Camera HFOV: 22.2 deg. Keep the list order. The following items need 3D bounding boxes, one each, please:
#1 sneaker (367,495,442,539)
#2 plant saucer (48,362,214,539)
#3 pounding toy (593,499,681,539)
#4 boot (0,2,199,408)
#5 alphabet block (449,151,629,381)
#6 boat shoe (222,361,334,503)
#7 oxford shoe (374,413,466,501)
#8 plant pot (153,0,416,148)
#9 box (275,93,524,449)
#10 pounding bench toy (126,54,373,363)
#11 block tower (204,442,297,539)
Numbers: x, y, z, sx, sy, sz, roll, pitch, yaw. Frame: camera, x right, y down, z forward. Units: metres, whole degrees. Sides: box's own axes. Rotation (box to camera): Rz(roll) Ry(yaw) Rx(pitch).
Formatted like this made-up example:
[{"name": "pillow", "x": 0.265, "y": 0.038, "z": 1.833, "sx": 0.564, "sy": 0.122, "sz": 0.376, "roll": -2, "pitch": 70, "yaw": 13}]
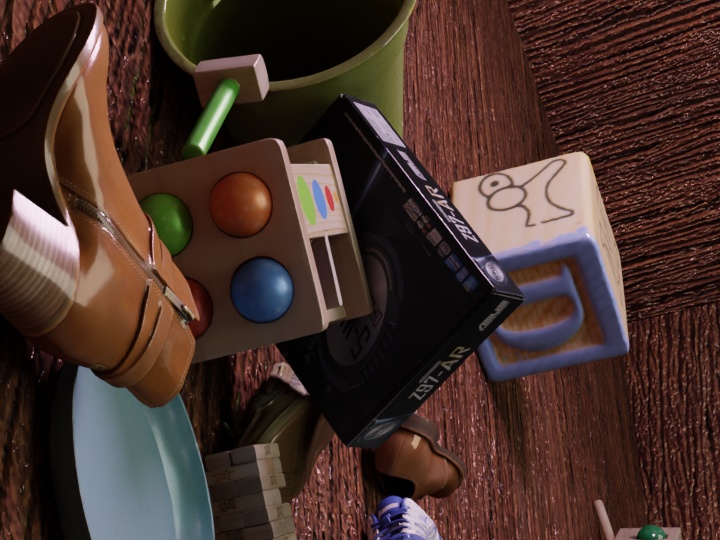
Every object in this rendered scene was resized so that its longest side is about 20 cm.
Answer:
[{"name": "sneaker", "x": 0.028, "y": 0.236, "z": 1.558, "sx": 0.200, "sy": 0.075, "sz": 0.088, "roll": 49, "pitch": 17, "yaw": -77}, {"name": "plant saucer", "x": -0.133, "y": 0.128, "z": 1.059, "sx": 0.200, "sy": 0.027, "sz": 0.201, "roll": -13, "pitch": 90, "yaw": -77}, {"name": "pounding toy", "x": 0.439, "y": 0.477, "z": 2.925, "sx": 0.184, "sy": 0.142, "sz": 0.201, "roll": -10, "pitch": 97, "yaw": -76}, {"name": "boot", "x": -0.139, "y": -0.035, "z": 1.014, "sx": 0.155, "sy": 0.077, "sz": 0.200, "roll": 42, "pitch": 39, "yaw": -40}, {"name": "alphabet block", "x": 0.227, "y": -0.005, "z": 2.354, "sx": 0.200, "sy": 0.195, "sz": 0.197, "roll": -83, "pitch": 158, "yaw": -54}, {"name": "boat shoe", "x": -0.061, "y": 0.114, "z": 1.329, "sx": 0.200, "sy": 0.063, "sz": 0.073, "roll": -39, "pitch": 140, "yaw": -73}, {"name": "oxford shoe", "x": 0.047, "y": 0.187, "z": 1.713, "sx": 0.071, "sy": 0.071, "sz": 0.200, "roll": -69, "pitch": 158, "yaw": -14}, {"name": "plant pot", "x": -0.039, "y": -0.148, "z": 1.423, "sx": 0.190, "sy": 0.200, "sz": 0.200, "roll": 74, "pitch": 10, "yaw": -51}, {"name": "box", "x": 0.000, "y": 0.000, "z": 1.304, "sx": 0.043, "sy": 0.160, "sz": 0.200, "roll": 12, "pitch": 37, "yaw": -55}, {"name": "pounding bench toy", "x": -0.089, "y": -0.048, "z": 1.207, "sx": 0.156, "sy": 0.124, "sz": 0.201, "roll": -11, "pitch": 87, "yaw": -77}, {"name": "block tower", "x": -0.064, "y": 0.216, "z": 1.194, "sx": 0.058, "sy": 0.054, "sz": 0.201, "roll": 12, "pitch": 65, "yaw": -75}]
